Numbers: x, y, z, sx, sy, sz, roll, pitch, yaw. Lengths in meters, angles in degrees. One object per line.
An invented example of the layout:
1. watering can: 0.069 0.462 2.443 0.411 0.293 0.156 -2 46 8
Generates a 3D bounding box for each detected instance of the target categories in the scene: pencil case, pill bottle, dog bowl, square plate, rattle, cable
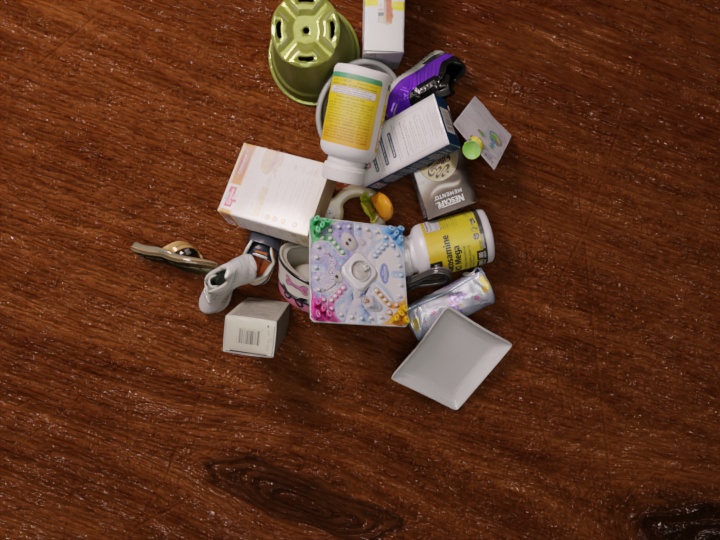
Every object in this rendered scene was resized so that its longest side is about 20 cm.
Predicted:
1. pencil case: 0.186 0.071 1.206 0.197 0.091 0.084 -29 54 5
2. pill bottle: -0.014 -0.269 1.066 0.110 0.113 0.205 12 104 -1
3. pill bottle: 0.170 -0.050 1.184 0.195 0.112 0.116 -14 95 2
4. dog bowl: -0.080 0.018 1.160 0.195 0.201 0.075 19 114 -2
5. square plate: 0.191 0.186 1.207 0.195 0.029 0.202 28 109 -25
6. rattle: -0.039 -0.105 1.172 0.194 0.144 0.134 0 114 -6
7. cable: 0.092 0.022 1.169 0.096 0.051 0.198 34 133 -26

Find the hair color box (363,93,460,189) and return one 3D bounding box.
1. hair color box: 0.085 -0.244 1.106 0.197 0.060 0.103 -22 81 32

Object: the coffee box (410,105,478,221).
1. coffee box: 0.157 -0.216 1.179 0.110 0.080 0.205 -18 91 2

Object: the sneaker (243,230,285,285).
1. sneaker: -0.196 -0.065 1.204 0.076 0.079 0.206 14 94 1

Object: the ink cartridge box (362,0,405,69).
1. ink cartridge box: 0.045 -0.515 1.126 0.081 0.145 0.206 2 96 -1

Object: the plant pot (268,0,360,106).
1. plant pot: -0.099 -0.442 1.113 0.194 0.184 0.207 0 96 1

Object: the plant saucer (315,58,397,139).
1. plant saucer: -0.007 -0.329 1.162 0.196 0.050 0.205 -16 126 -22

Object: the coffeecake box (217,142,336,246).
1. coffeecake box: -0.165 -0.152 1.155 0.195 0.073 0.157 16 75 11

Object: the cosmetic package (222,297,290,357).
1. cosmetic package: -0.206 0.111 1.159 0.102 0.200 0.073 7 97 1

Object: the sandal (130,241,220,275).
1. sandal: -0.389 -0.037 1.217 0.195 0.081 0.055 15 74 3

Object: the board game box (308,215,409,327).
1. board game box: 0.000 0.000 1.080 0.195 0.026 0.206 5 70 -21

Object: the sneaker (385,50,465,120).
1. sneaker: 0.132 -0.361 1.134 0.200 0.070 0.099 -46 49 -12

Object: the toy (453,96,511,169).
1. toy: 0.236 -0.268 1.142 0.115 0.201 0.047 45 125 -6

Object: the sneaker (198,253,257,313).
1. sneaker: -0.295 0.030 1.180 0.200 0.079 0.072 -40 73 38
